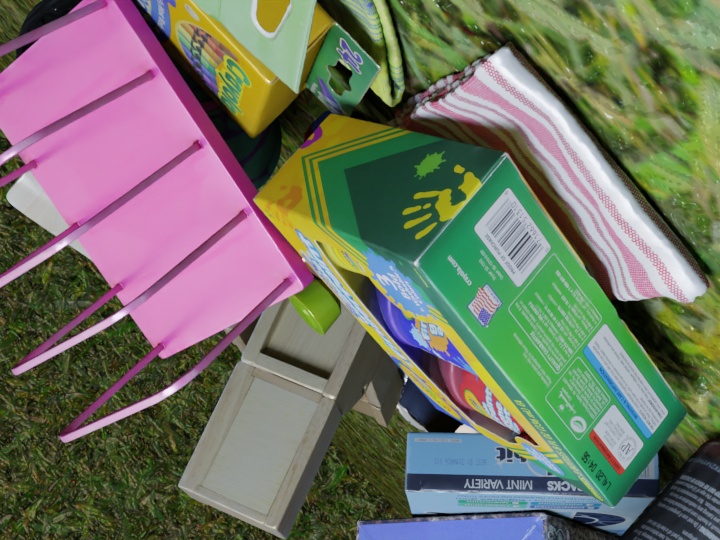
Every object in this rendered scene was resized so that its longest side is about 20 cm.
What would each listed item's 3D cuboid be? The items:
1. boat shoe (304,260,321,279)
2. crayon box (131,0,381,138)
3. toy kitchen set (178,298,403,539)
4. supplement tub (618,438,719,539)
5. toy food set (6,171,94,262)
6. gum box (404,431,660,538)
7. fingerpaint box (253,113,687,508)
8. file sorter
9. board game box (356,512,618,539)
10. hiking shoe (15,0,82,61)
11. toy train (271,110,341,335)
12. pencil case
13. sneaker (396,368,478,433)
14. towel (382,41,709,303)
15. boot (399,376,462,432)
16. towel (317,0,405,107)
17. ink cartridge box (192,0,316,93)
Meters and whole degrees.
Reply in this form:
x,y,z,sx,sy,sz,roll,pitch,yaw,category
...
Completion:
x,y,z,sx,sy,sz,roll,pitch,yaw,category
-0.025,-0.015,0.938,0.076,0.072,0.200,44,175,12,boat shoe
-0.084,-0.149,0.637,0.200,0.052,0.126,45,169,-2,crayon box
-0.080,0.108,0.929,0.162,0.182,0.200,20,161,16,toy kitchen set
0.174,0.198,0.653,0.107,0.200,0.107,42,169,10,supplement tub
-0.177,-0.082,0.907,0.143,0.201,0.060,38,129,-24,toy food set
0.121,0.162,0.870,0.168,0.045,0.200,0,160,5,gum box
0.057,0.019,0.637,0.200,0.073,0.166,50,166,-32,fingerpaint box
-0.155,-0.026,0.656,0.138,0.125,0.201,-25,103,39,file sorter
0.111,0.252,0.912,0.158,0.098,0.200,-9,158,29,board game box
-0.173,-0.087,0.802,0.101,0.075,0.201,111,135,-81,hiking shoe
0.000,0.000,0.801,0.084,0.116,0.200,33,163,48,toy train
-0.101,-0.118,0.806,0.200,0.084,0.093,95,167,-78,pencil case
0.106,0.128,1.033,0.200,0.075,0.087,39,157,-2,sneaker
0.081,-0.036,0.604,0.146,0.030,0.200,47,169,-8,towel
0.054,0.076,0.921,0.075,0.097,0.200,48,168,-13,boot
-0.058,-0.177,0.629,0.200,0.023,0.144,39,167,30,towel
-0.072,-0.183,0.503,0.200,0.059,0.104,44,154,11,ink cartridge box
